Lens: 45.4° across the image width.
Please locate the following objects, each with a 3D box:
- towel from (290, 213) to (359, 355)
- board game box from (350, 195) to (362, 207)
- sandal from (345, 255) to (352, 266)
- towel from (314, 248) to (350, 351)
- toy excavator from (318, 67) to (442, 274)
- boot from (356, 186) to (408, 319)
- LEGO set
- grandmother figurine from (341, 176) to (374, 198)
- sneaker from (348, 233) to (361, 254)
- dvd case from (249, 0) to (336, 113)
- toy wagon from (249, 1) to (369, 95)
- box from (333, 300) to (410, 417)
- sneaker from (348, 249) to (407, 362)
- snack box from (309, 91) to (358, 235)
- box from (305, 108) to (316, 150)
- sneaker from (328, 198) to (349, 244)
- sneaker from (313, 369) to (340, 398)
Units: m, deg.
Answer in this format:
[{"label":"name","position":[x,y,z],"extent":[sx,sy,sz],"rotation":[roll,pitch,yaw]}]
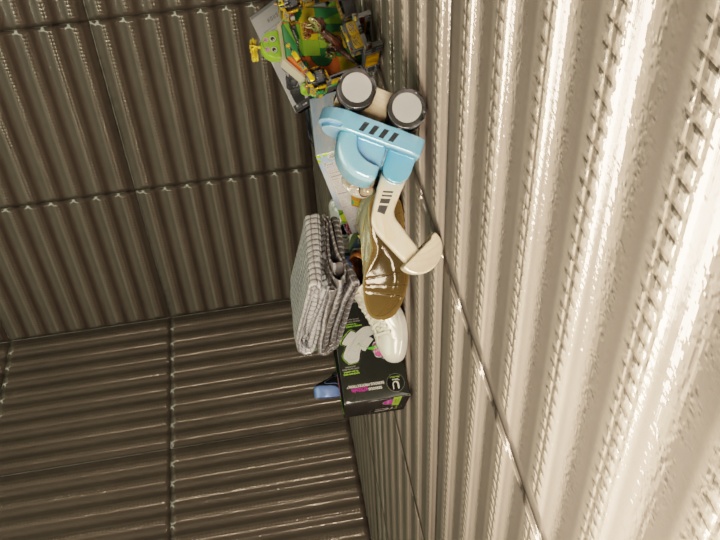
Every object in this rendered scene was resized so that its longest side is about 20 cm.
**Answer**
[{"label":"towel","position":[-0.065,0.023,1.465],"extent":[0.201,0.085,0.167],"rotation":[107,161,-46]},{"label":"board game box","position":[0.008,-0.204,1.417],"extent":[0.201,0.030,0.096],"rotation":[85,-157,-52]},{"label":"sandal","position":[0.000,0.000,1.592],"extent":[0.200,0.086,0.080],"rotation":[151,114,-67]},{"label":"towel","position":[-0.068,0.055,1.687],"extent":[0.152,0.023,0.202],"rotation":[0,-79,-72]},{"label":"toy excavator","position":[0.028,-0.115,1.046],"extent":[0.100,0.193,0.202],"rotation":[177,113,-85]},{"label":"boot","position":[0.030,-0.033,1.395],"extent":[0.155,0.071,0.202],"rotation":[-126,35,-77]},{"label":"LEGO set","position":[-0.047,-0.375,1.314],"extent":[0.116,0.152,0.202],"rotation":[109,150,-79]},{"label":"grandmother figurine","position":[0.015,-0.162,1.268],"extent":[0.200,0.060,0.122],"rotation":[121,164,-66]},{"label":"sneaker","position":[0.003,0.013,1.788],"extent":[0.090,0.066,0.202],"rotation":[-96,4,-63]},{"label":"dvd case","position":[-0.100,-0.413,1.574],"extent":[0.202,0.149,0.025],"rotation":[64,-157,2]},{"label":"toy wagon","position":[-0.080,-0.363,1.398],"extent":[0.040,0.198,0.157],"rotation":[141,122,-67]},{"label":"box","position":[0.013,0.157,1.602],"extent":[0.149,0.123,0.202],"rotation":[95,167,-70]},{"label":"sneaker","position":[0.019,0.062,1.460],"extent":[0.073,0.084,0.202],"rotation":[-22,79,46]},{"label":"snack box","position":[-0.030,-0.196,1.576],"extent":[0.201,0.067,0.170],"rotation":[66,-168,-46]},{"label":"box","position":[-0.058,-0.353,1.693],"extent":[0.149,0.106,0.202],"rotation":[-115,17,-72]},{"label":"sneaker","position":[-0.053,-0.108,2.243],"extent":[0.201,0.070,0.081],"rotation":[92,166,-62]},{"label":"sneaker","position":[-0.017,0.205,1.719],"extent":[0.070,0.199,0.079],"rotation":[-16,84,47]}]
